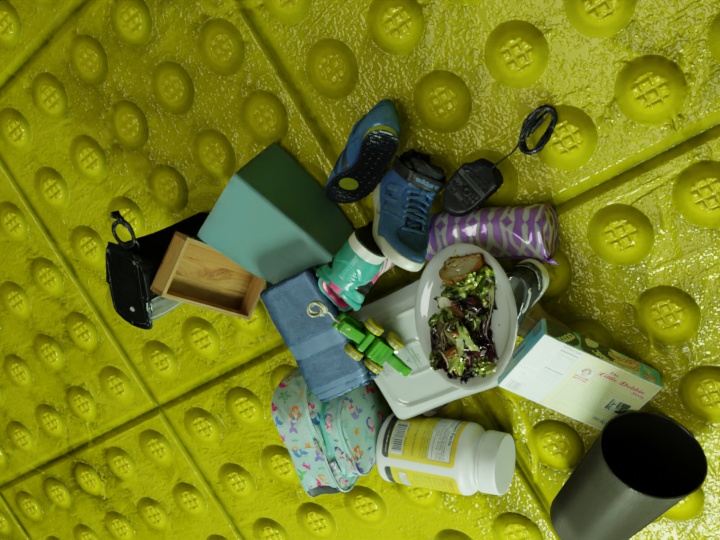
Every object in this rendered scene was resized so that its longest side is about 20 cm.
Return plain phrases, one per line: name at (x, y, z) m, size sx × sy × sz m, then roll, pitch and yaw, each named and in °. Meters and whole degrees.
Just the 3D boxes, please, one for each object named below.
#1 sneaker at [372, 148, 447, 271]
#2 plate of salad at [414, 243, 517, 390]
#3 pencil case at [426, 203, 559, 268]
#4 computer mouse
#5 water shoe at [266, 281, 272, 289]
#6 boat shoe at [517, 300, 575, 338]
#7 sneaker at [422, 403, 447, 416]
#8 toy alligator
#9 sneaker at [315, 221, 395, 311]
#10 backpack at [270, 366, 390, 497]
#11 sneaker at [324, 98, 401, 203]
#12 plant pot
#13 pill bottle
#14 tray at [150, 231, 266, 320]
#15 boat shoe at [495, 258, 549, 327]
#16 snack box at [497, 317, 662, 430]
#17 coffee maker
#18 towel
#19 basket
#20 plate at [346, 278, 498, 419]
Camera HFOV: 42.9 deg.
sneaker at (0.073, -0.095, 1.278) m, size 0.077 × 0.200 × 0.111 m, roll 23°, pitch 122°, yaw -19°
plate of salad at (0.133, 0.063, 1.244) m, size 0.200 × 0.048 × 0.201 m, roll 4°, pitch 95°, yaw 51°
pencil case at (0.179, -0.046, 1.290) m, size 0.200 × 0.084 × 0.086 m, roll -5°, pitch 72°, yaw 33°
computer mouse at (0.191, -0.148, 1.251) m, size 0.200 × 0.034 × 0.059 m, roll -41°, pitch 77°, yaw 17°
water shoe at (-0.086, 0.069, 1.493) m, size 0.200 × 0.071 × 0.079 m, roll 51°, pitch 142°, yaw 30°
boat shoe at (0.224, 0.047, 1.318) m, size 0.200 × 0.072 × 0.065 m, roll 29°, pitch 107°, yaw 22°
sneaker at (0.072, 0.137, 1.458) m, size 0.076 × 0.070 × 0.200 m, roll -42°, pitch 93°, yaw 19°
toy alligator at (-0.004, 0.090, 1.329) m, size 0.200 × 0.054 × 0.059 m, roll 36°, pitch 98°, yaw -25°
sneaker at (0.000, 0.000, 1.330) m, size 0.084 × 0.200 × 0.121 m, roll 44°, pitch 106°, yaw 10°
backpack at (-0.048, 0.246, 1.496) m, size 0.150 × 0.178 × 0.200 m, roll -23°, pitch 101°, yaw 34°
sneaker at (0.005, -0.175, 1.359) m, size 0.066 × 0.079 × 0.200 m, roll 16°, pitch 144°, yaw -18°
plant pot at (-0.116, -0.067, 1.425) m, size 0.200 × 0.141 × 0.141 m, roll 38°, pitch 126°, yaw 0°
pill bottle at (0.135, 0.292, 1.450) m, size 0.199 × 0.114 × 0.115 m, roll 4°, pitch 113°, yaw 29°
tray at (-0.236, 0.011, 1.472) m, size 0.037 × 0.200 × 0.099 m, roll 26°, pitch 93°, yaw 37°
boat shoe at (0.188, 0.071, 1.261) m, size 0.074 × 0.060 × 0.200 m, roll 45°, pitch 127°, yaw 18°
snack box at (0.306, 0.151, 1.283) m, size 0.200 × 0.037 × 0.116 m, roll 24°, pitch 127°, yaw -15°
coffee maker at (-0.300, -0.022, 1.496) m, size 0.135 × 0.200 × 0.192 m, roll 40°, pitch 134°, yaw 22°
towel at (-0.064, 0.095, 1.383) m, size 0.111 × 0.049 × 0.200 m, roll -24°, pitch 100°, yaw 24°
basket at (0.366, 0.315, 1.310) m, size 0.136 × 0.180 × 0.200 m, roll 63°, pitch 142°, yaw 34°
plate at (0.083, 0.126, 1.381) m, size 0.200 × 0.032 × 0.200 m, roll -26°, pitch 103°, yaw 31°
